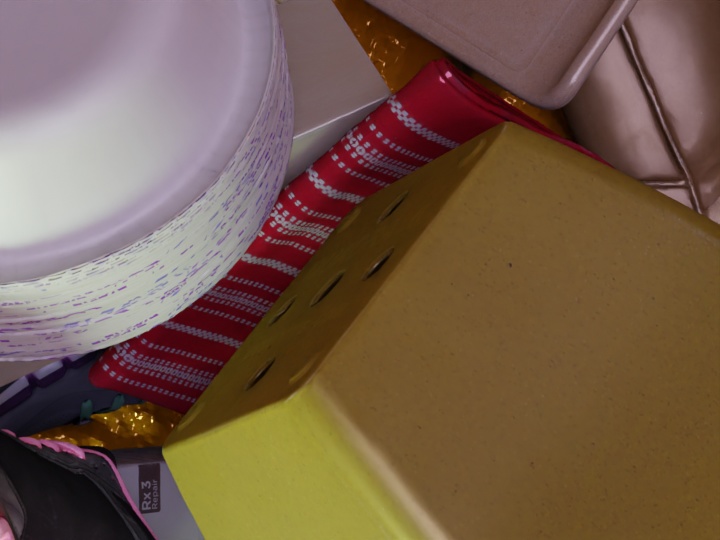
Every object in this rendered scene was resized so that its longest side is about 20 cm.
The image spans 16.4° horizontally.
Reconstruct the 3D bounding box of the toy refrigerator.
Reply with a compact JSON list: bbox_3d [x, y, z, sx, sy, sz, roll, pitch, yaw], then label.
[{"bbox_3d":[-0.085,-0.031,1.013,0.199,0.076,0.070,-25,139,-9],"label":"toy refrigerator"}]

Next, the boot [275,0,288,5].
[{"bbox_3d":[-0.125,-0.095,1.060,0.199,0.073,0.156,33,84,-7],"label":"boot"}]

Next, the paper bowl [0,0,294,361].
[{"bbox_3d":[-0.128,-0.076,0.936,0.199,0.105,0.202,-3,60,5],"label":"paper bowl"}]

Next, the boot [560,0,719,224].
[{"bbox_3d":[0.094,-0.076,1.112,0.174,0.066,0.201,-21,91,-13],"label":"boot"}]

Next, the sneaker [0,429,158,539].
[{"bbox_3d":[-0.128,0.092,0.936,0.200,0.079,0.096,50,38,-28],"label":"sneaker"}]

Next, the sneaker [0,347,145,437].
[{"bbox_3d":[-0.089,0.036,1.069,0.200,0.074,0.088,-39,102,-9],"label":"sneaker"}]

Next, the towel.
[{"bbox_3d":[0.000,0.000,1.026,0.200,0.144,0.023,-41,57,17],"label":"towel"}]

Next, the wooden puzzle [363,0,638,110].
[{"bbox_3d":[0.058,-0.187,1.081,0.199,0.037,0.186,32,84,20],"label":"wooden puzzle"}]

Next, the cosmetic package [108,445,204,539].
[{"bbox_3d":[-0.135,0.132,1.014,0.199,0.081,0.114,-4,92,-42],"label":"cosmetic package"}]

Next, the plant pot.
[{"bbox_3d":[0.048,0.066,0.902,0.176,0.200,0.200,43,64,-11],"label":"plant pot"}]
